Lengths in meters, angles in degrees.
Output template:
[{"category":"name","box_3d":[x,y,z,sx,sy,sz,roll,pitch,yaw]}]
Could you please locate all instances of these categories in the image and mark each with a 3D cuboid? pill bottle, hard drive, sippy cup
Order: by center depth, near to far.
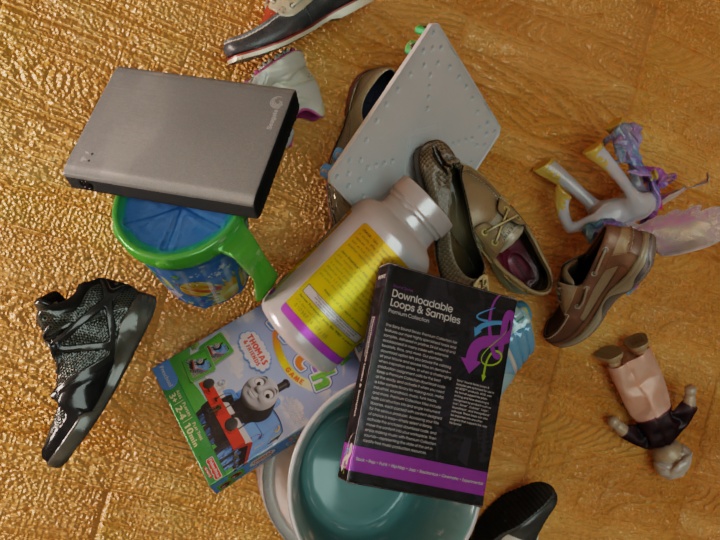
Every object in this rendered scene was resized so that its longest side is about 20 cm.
[{"category":"hard drive","box_3d":[-0.172,-0.128,0.768,0.197,0.033,0.141,10,62,12]},{"category":"pill bottle","box_3d":[0.000,0.000,0.801,0.200,0.104,0.104,-45,103,2]},{"category":"sippy cup","box_3d":[-0.169,-0.033,0.807,0.138,0.131,0.180,-18,58,-5]}]

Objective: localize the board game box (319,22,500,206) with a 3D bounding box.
[{"category":"board game box","box_3d":[0.062,-0.135,0.873,0.201,0.026,0.200,-56,140,-6]}]

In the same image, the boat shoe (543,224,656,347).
[{"category":"boat shoe","box_3d":[0.266,0.015,0.926,0.071,0.201,0.076,24,43,-5]}]

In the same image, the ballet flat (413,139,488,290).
[{"category":"ballet flat","box_3d":[0.108,-0.045,0.859,0.067,0.046,0.203,-31,109,-53]}]

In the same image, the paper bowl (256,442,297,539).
[{"category":"paper bowl","box_3d":[-0.016,0.229,0.891,0.197,0.104,0.204,-1,93,-14]}]

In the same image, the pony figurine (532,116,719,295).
[{"category":"pony figurine","box_3d":[0.334,-0.078,0.955,0.191,0.167,0.201,-29,106,21]}]

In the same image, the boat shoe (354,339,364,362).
[{"category":"boat shoe","box_3d":[0.070,0.125,0.872,0.065,0.074,0.200,-29,131,17]}]

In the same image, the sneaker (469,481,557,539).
[{"category":"sneaker","box_3d":[0.179,0.350,0.969,0.200,0.074,0.089,-45,103,2]}]

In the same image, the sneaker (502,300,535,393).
[{"category":"sneaker","box_3d":[0.128,0.058,0.932,0.131,0.079,0.200,-47,113,-6]}]

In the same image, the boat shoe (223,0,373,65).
[{"category":"boat shoe","box_3d":[-0.069,-0.288,0.857,0.199,0.071,0.063,-33,112,-15]}]

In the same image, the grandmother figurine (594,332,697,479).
[{"category":"grandmother figurine","box_3d":[0.382,0.183,1.020,0.120,0.061,0.202,-21,103,15]}]

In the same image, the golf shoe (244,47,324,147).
[{"category":"golf shoe","box_3d":[-0.124,-0.155,0.854,0.199,0.075,0.092,-38,105,-8]}]

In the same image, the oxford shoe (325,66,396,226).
[{"category":"oxford shoe","box_3d":[0.004,-0.133,0.887,0.070,0.074,0.204,6,92,-15]}]

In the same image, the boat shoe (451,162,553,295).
[{"category":"boat shoe","box_3d":[0.166,-0.046,0.921,0.074,0.066,0.200,-48,116,-7]}]

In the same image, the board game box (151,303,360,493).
[{"category":"board game box","box_3d":[-0.106,0.120,0.853,0.198,0.037,0.152,-30,63,-12]}]

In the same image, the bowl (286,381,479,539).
[{"category":"bowl","box_3d":[0.011,0.205,0.783,0.198,0.105,0.205,2,85,-20]}]

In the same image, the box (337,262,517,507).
[{"category":"box","box_3d":[0.066,0.108,0.739,0.141,0.036,0.203,16,81,-19]}]

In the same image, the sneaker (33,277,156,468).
[{"category":"sneaker","box_3d":[-0.305,0.098,0.821,0.113,0.076,0.202,26,84,-13]}]
